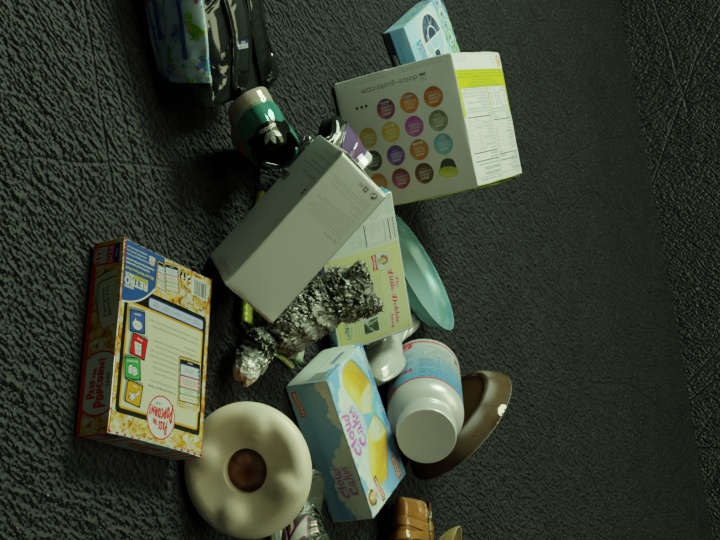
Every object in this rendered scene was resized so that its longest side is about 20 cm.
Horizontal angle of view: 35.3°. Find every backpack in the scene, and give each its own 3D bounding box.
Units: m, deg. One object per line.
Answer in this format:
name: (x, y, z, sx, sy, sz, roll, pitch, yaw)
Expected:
backpack: (-0.180, -0.310, 1.315, 0.163, 0.152, 0.202, -38, 138, -51)

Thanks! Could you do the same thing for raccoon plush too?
raccoon plush: (-0.054, 0.070, 1.361, 0.097, 0.133, 0.201, 58, 36, -35)

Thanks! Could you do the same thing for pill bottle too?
pill bottle: (0.091, 0.184, 1.597, 0.200, 0.108, 0.110, -85, 155, -69)

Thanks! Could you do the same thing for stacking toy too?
stacking toy: (-0.106, 0.218, 1.305, 0.200, 0.144, 0.148, 6, 75, -78)

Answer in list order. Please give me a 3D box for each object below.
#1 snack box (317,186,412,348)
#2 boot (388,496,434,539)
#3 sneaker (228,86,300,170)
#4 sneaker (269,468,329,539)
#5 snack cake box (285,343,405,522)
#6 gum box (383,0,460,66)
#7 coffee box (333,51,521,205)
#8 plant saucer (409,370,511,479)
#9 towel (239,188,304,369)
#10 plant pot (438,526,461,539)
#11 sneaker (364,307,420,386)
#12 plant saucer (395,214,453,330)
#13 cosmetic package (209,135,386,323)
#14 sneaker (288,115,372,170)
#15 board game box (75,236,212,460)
snack box: (0.000, 0.000, 1.526, 0.115, 0.037, 0.202, -17, 111, -20)
boot: (0.063, 0.392, 1.558, 0.200, 0.076, 0.158, 25, 65, -63)
sneaker: (-0.113, -0.151, 1.371, 0.080, 0.071, 0.200, 59, -2, 9)
sneaker: (-0.064, 0.331, 1.351, 0.081, 0.085, 0.202, 53, 37, -41)
snack cake box: (-0.017, 0.213, 1.495, 0.115, 0.066, 0.202, -43, 118, -58)
gum box: (0.119, -0.365, 1.956, 0.172, 0.044, 0.200, 68, 30, -20)
coffee box: (0.107, -0.212, 1.725, 0.200, 0.198, 0.200, -21, 100, -62)
plant saucer: (0.137, 0.218, 1.659, 0.032, 0.200, 0.201, 45, 39, -14)
towel: (-0.103, 0.007, 1.454, 0.144, 0.023, 0.202, 46, 43, -47)
plant pot: (0.111, 0.456, 1.579, 0.200, 0.027, 0.203, 8, 90, -77)
sneaker: (0.029, 0.094, 1.628, 0.081, 0.070, 0.201, 60, 26, -22)
plant saucer: (0.082, 0.006, 1.727, 0.201, 0.027, 0.201, 54, 17, -24)
cosmetic package: (-0.075, -0.050, 1.312, 0.081, 0.200, 0.113, 43, -1, -24)
sneaker: (-0.073, -0.120, 1.437, 0.200, 0.075, 0.088, -50, 116, -35)
board game box: (-0.222, 0.086, 1.187, 0.151, 0.046, 0.203, 31, 54, -54)
